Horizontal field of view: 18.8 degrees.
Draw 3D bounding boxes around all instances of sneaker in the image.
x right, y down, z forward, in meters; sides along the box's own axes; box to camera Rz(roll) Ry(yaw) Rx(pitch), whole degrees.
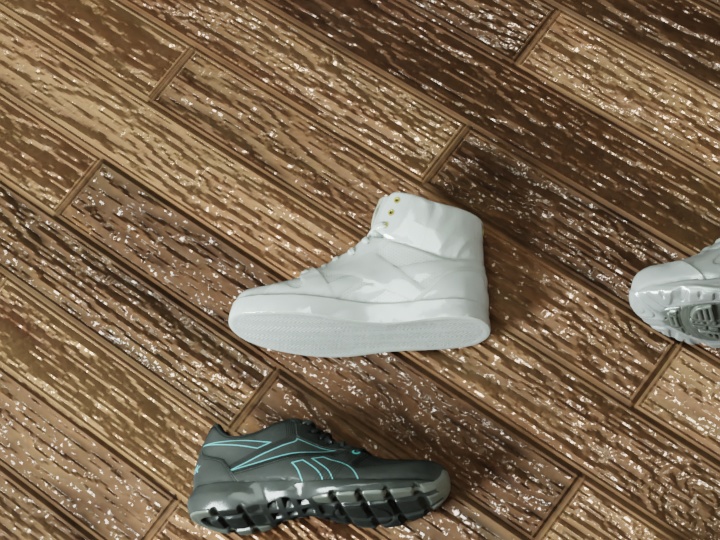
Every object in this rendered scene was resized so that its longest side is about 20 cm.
[{"bbox_3d":[-0.032,0.145,1.595,0.198,0.076,0.080,-3,61,13],"label":"sneaker"},{"bbox_3d":[0.000,0.000,1.664,0.198,0.074,0.117,-1,62,3],"label":"sneaker"},{"bbox_3d":[0.293,-0.006,1.592,0.198,0.078,0.100,-6,56,2],"label":"sneaker"}]
